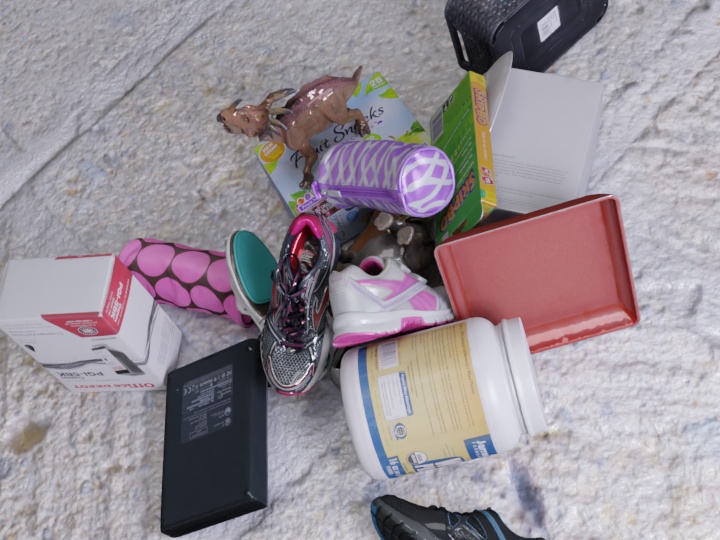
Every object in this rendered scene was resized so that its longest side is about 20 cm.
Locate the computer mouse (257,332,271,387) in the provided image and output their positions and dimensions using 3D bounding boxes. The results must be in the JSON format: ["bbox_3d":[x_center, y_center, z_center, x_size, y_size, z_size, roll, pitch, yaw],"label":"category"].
[{"bbox_3d":[-0.075,0.059,1.467,0.058,0.034,0.201,11,59,37],"label":"computer mouse"}]

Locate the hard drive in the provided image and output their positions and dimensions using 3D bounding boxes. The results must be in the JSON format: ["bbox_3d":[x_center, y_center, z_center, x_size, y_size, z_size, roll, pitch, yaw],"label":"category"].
[{"bbox_3d":[-0.168,0.191,1.385,0.138,0.033,0.203,-23,51,26],"label":"hard drive"}]

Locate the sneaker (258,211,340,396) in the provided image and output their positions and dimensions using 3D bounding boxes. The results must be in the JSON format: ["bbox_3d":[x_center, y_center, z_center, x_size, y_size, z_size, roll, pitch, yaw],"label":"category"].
[{"bbox_3d":[-0.072,0.035,1.320,0.079,0.075,0.204,5,86,8],"label":"sneaker"}]

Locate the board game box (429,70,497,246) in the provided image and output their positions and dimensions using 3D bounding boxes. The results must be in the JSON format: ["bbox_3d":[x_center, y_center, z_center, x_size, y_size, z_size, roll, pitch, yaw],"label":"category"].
[{"bbox_3d":[0.113,-0.116,1.350,0.030,0.096,0.203,16,53,-21],"label":"board game box"}]

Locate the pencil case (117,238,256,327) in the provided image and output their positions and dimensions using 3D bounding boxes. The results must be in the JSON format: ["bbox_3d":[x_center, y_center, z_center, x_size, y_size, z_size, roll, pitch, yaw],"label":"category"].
[{"bbox_3d":[-0.204,0.018,1.504,0.197,0.095,0.090,11,17,25],"label":"pencil case"}]

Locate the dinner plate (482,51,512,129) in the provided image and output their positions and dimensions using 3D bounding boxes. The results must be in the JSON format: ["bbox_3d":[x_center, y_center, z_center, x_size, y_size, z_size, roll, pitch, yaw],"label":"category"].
[{"bbox_3d":[0.136,-0.169,1.449,0.024,0.201,0.203,19,62,-3],"label":"dinner plate"}]

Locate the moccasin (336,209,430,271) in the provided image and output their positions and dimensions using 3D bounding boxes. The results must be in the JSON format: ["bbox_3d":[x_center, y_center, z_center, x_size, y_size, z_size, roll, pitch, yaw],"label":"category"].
[{"bbox_3d":[0.049,-0.056,1.459,0.077,0.074,0.203,32,83,25],"label":"moccasin"}]

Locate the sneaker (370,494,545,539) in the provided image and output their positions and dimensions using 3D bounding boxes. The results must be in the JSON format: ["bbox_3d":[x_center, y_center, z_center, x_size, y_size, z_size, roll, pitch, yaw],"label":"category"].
[{"bbox_3d":[0.102,0.280,1.248,0.198,0.074,0.082,25,51,24],"label":"sneaker"}]

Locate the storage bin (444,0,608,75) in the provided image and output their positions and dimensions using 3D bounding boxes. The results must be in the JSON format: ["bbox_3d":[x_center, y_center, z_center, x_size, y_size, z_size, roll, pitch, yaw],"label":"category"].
[{"bbox_3d":[0.217,-0.340,1.564,0.200,0.136,0.094,-43,55,-12],"label":"storage bin"}]

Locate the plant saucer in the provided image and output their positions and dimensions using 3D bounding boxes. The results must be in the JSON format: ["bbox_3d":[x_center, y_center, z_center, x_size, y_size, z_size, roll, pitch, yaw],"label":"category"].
[{"bbox_3d":[0.193,0.007,1.310,0.197,0.201,0.037,-16,43,7],"label":"plant saucer"}]

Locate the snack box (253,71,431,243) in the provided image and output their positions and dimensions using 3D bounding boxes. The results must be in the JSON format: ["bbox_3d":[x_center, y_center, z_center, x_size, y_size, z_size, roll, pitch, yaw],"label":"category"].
[{"bbox_3d":[-0.014,-0.138,1.553,0.198,0.068,0.169,-30,53,-4],"label":"snack box"}]

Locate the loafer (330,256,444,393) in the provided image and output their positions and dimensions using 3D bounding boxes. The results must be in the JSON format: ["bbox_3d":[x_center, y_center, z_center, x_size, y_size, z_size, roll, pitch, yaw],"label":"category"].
[{"bbox_3d":[0.037,0.059,1.403,0.069,0.070,0.201,26,69,30],"label":"loafer"}]

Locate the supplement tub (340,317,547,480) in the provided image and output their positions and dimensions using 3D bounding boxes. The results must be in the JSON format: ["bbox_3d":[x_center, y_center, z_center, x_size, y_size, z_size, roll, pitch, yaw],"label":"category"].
[{"bbox_3d":[0.089,0.133,1.290,0.197,0.145,0.146,-14,54,9],"label":"supplement tub"}]

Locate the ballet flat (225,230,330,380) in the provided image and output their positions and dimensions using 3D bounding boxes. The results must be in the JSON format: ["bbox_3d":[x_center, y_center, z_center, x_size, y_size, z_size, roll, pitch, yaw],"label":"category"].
[{"bbox_3d":[-0.107,0.049,1.399,0.069,0.070,0.201,-32,75,-5],"label":"ballet flat"}]

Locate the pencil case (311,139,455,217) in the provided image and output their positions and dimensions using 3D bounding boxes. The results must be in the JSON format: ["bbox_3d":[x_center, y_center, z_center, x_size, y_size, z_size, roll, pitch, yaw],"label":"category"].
[{"bbox_3d":[0.023,-0.105,1.377,0.085,0.085,0.199,-25,16,-28],"label":"pencil case"}]

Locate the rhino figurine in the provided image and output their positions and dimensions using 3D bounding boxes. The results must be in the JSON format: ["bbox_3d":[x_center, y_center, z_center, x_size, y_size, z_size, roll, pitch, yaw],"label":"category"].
[{"bbox_3d":[0.000,0.000,1.392,0.198,0.087,0.061,-28,60,26],"label":"rhino figurine"}]

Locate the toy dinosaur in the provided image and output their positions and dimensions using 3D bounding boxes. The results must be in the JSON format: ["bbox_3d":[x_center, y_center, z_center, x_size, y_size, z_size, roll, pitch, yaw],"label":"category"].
[{"bbox_3d":[-0.064,-0.198,1.483,0.199,0.136,0.086,-40,52,-10],"label":"toy dinosaur"}]

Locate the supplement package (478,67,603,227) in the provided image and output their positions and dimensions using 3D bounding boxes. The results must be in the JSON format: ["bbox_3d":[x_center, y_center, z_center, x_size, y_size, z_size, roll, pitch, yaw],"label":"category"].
[{"bbox_3d":[0.208,-0.117,1.424,0.119,0.120,0.202,12,62,14],"label":"supplement package"}]

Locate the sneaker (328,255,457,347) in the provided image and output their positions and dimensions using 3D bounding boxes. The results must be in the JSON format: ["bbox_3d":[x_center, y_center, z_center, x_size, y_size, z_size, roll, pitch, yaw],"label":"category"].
[{"bbox_3d":[0.038,0.025,1.312,0.081,0.199,0.090,-18,83,35],"label":"sneaker"}]

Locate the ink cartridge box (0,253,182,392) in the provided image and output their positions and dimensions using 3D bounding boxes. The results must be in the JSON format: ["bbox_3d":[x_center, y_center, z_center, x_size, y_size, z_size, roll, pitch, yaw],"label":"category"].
[{"bbox_3d":[-0.319,0.068,1.438,0.144,0.201,0.084,-3,59,17],"label":"ink cartridge box"}]
